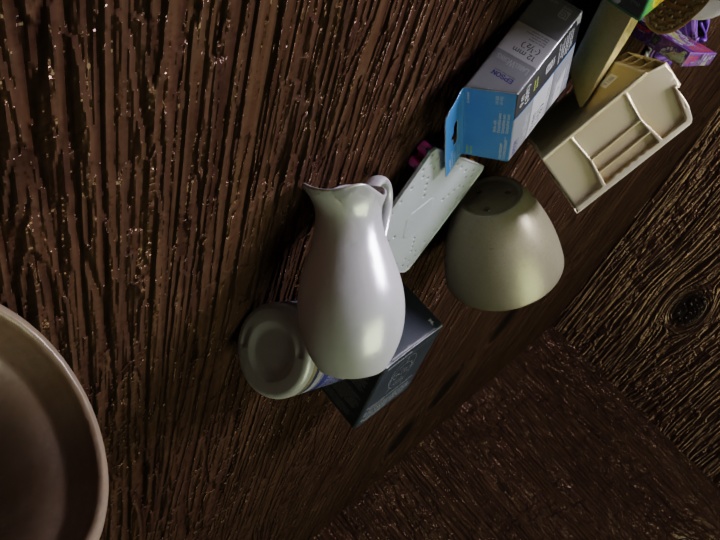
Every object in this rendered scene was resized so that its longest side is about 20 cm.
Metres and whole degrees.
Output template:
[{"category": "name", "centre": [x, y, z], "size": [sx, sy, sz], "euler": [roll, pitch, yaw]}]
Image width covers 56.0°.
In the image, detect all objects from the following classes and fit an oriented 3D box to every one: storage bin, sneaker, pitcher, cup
[{"category": "storage bin", "centre": [0.347, -0.209, 0.975], "size": [0.197, 0.094, 0.201], "euler": [-39, -167, 18]}, {"category": "sneaker", "centre": [0.429, -0.394, 0.831], "size": [0.090, 0.066, 0.202], "euler": [-50, 168, -31]}, {"category": "pitcher", "centre": [0.000, 0.000, 0.752], "size": [0.171, 0.118, 0.207], "euler": [-24, 115, -60]}, {"category": "cup", "centre": [0.216, -0.060, 1.070], "size": [0.199, 0.199, 0.146], "euler": [-38, 131, -19]}, {"category": "sneaker", "centre": [0.588, -0.424, 1.243], "size": [0.080, 0.084, 0.202], "euler": [-35, 158, -24]}]

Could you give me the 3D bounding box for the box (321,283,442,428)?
[{"category": "box", "centre": [0.030, 0.148, 1.161], "size": [0.147, 0.107, 0.202], "euler": [-29, 155, -37]}]

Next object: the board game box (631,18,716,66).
[{"category": "board game box", "centre": [0.516, -0.382, 1.127], "size": [0.198, 0.120, 0.033], "euler": [-21, 151, -50]}]

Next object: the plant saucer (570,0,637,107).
[{"category": "plant saucer", "centre": [0.351, -0.353, 0.901], "size": [0.201, 0.048, 0.202], "euler": [-51, 166, -31]}]

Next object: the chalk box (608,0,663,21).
[{"category": "chalk box", "centre": [0.301, -0.369, 0.713], "size": [0.199, 0.125, 0.125], "euler": [-39, 159, -22]}]

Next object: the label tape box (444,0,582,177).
[{"category": "label tape box", "centre": [0.181, -0.208, 0.821], "size": [0.202, 0.065, 0.144], "euler": [-53, 161, -13]}]

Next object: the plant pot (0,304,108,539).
[{"category": "plant pot", "centre": [-0.291, 0.141, 0.431], "size": [0.172, 0.204, 0.200], "euler": [-30, 162, 10]}]

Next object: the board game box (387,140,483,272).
[{"category": "board game box", "centre": [0.074, -0.080, 0.940], "size": [0.202, 0.026, 0.198], "euler": [-54, 158, 19]}]

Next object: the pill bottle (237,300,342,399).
[{"category": "pill bottle", "centre": [-0.059, 0.094, 0.874], "size": [0.112, 0.111, 0.198], "euler": [-52, 159, 18]}]

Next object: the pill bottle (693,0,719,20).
[{"category": "pill bottle", "centre": [0.505, -0.439, 0.984], "size": [0.200, 0.103, 0.106], "euler": [-49, 169, -49]}]
